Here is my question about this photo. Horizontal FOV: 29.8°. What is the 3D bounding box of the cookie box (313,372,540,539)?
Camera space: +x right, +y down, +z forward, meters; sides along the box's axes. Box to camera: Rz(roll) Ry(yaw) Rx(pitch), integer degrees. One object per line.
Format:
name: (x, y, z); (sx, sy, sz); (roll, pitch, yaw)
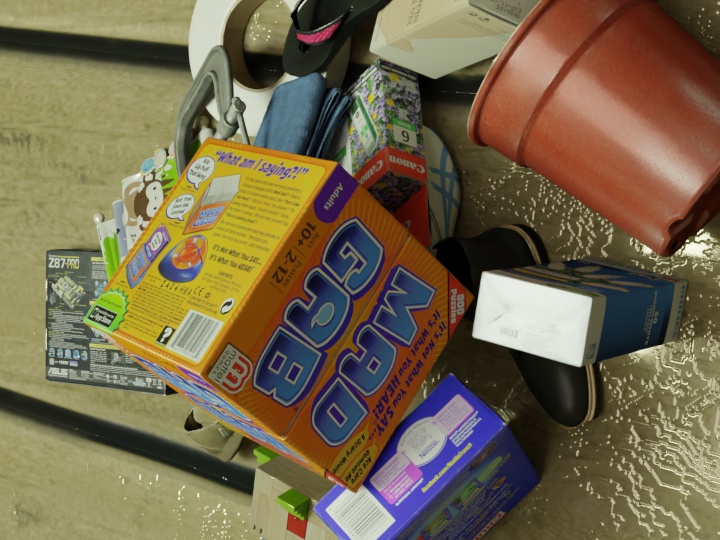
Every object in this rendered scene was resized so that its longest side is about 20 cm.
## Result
cookie box: (0.066, 0.201, 1.221); (0.171, 0.200, 0.075); (-44, 63, -5)

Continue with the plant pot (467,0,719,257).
plant pot: (0.227, -0.127, 1.133); (0.195, 0.200, 0.201); (42, 115, 18)

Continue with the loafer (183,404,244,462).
loafer: (-0.140, 0.138, 1.434); (0.200, 0.067, 0.076); (118, 164, -45)

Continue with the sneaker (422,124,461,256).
sneaker: (0.053, -0.044, 1.325); (0.072, 0.072, 0.201); (2, 91, 37)

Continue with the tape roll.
tape roll: (-0.099, -0.242, 1.442); (0.202, 0.037, 0.204); (3, 95, 35)

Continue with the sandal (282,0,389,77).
sandal: (-0.031, -0.255, 1.316); (0.200, 0.045, 0.076); (-34, 63, 51)

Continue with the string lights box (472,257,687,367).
string lights box: (0.191, 0.032, 1.153); (0.102, 0.200, 0.059); (15, 102, 33)

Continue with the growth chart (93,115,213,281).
growth chart: (-0.226, -0.071, 1.523); (0.200, 0.018, 0.145); (-38, 56, 21)

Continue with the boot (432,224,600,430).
boot: (0.135, 0.057, 1.233); (0.077, 0.138, 0.201); (-33, 75, 32)

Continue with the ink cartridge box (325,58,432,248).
ink cartridge box: (0.013, -0.091, 1.304); (0.109, 0.050, 0.201); (-40, 43, 45)

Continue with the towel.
towel: (-0.079, -0.092, 1.337); (0.111, 0.048, 0.201); (1, 69, 59)

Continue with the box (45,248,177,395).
box: (-0.288, 0.057, 1.590); (0.199, 0.049, 0.162); (2, 95, 35)

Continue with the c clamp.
c clamp: (-0.162, -0.141, 1.419); (0.200, 0.027, 0.172); (-41, 52, 56)

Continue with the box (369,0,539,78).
box: (0.091, -0.243, 1.215); (0.200, 0.077, 0.096); (-10, 64, 65)

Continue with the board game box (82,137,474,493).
board game box: (-0.070, 0.033, 1.159); (0.200, 0.200, 0.200); (16, 70, 51)

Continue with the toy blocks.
toy blocks: (-0.044, 0.286, 1.415); (0.199, 0.100, 0.137); (24, 118, 32)
